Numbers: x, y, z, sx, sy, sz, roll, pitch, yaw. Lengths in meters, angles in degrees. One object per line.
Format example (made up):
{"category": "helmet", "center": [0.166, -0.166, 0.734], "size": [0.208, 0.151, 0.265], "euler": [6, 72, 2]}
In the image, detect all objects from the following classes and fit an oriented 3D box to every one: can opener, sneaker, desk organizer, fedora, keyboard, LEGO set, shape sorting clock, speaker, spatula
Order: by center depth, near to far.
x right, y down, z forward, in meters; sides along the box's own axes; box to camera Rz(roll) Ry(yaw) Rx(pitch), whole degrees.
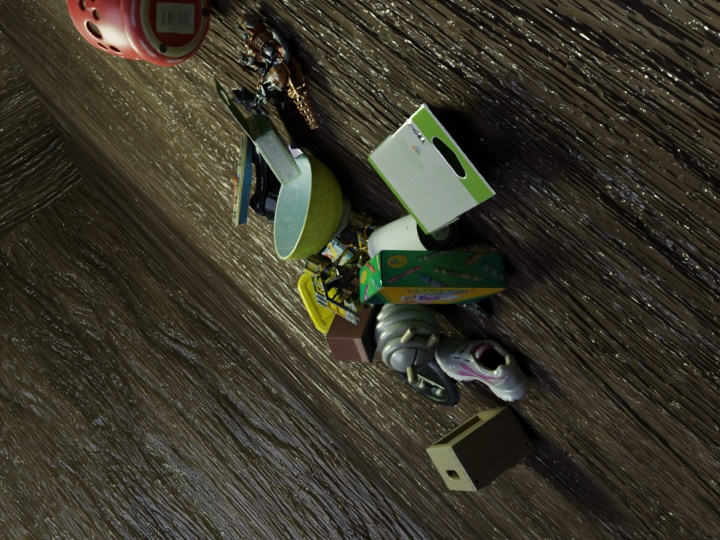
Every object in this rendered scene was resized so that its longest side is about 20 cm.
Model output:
{"category": "speaker", "center": [0.084, -0.052, 1.119], "size": [0.081, 0.081, 0.200], "euler": [52, 158, -9]}
{"category": "keyboard", "center": [0.138, 0.027, 1.195], "size": [0.200, 0.021, 0.127], "euler": [24, 162, 48]}
{"category": "sneaker", "center": [0.218, 0.159, 1.232], "size": [0.199, 0.081, 0.088], "euler": [17, 142, 41]}
{"category": "LEGO set", "center": [0.000, 0.000, 1.237], "size": [0.116, 0.200, 0.154], "euler": [27, 138, 29]}
{"category": "desk organizer", "center": [0.004, 0.084, 1.328], "size": [0.077, 0.201, 0.072], "euler": [-1, 132, 23]}
{"category": "fedora", "center": [0.145, 0.187, 1.391], "size": [0.200, 0.092, 0.201], "euler": [38, 155, 21]}
{"category": "spatula", "center": [-0.132, -0.187, 1.399], "size": [0.057, 0.021, 0.200], "euler": [44, 159, 16]}
{"category": "can opener", "center": [-0.198, -0.198, 1.420], "size": [0.078, 0.063, 0.201], "euler": [10, 123, 12]}
{"category": "shape sorting clock", "center": [-0.260, -0.196, 1.453], "size": [0.200, 0.039, 0.201], "euler": [-176, 90, -77]}

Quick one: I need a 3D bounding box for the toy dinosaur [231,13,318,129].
{"category": "toy dinosaur", "center": [-0.143, -0.319, 1.108], "size": [0.136, 0.102, 0.201], "euler": [-31, 78, 52]}

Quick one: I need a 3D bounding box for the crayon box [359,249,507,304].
{"category": "crayon box", "center": [0.109, 0.012, 1.036], "size": [0.119, 0.199, 0.059], "euler": [136, 133, -69]}

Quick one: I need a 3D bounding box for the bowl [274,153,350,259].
{"category": "bowl", "center": [-0.083, -0.112, 1.278], "size": [0.107, 0.201, 0.200], "euler": [10, 174, -25]}

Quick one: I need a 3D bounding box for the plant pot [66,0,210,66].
{"category": "plant pot", "center": [-0.376, -0.467, 1.172], "size": [0.182, 0.201, 0.201], "euler": [24, 149, 32]}

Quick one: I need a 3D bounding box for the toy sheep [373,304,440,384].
{"category": "toy sheep", "center": [0.088, 0.120, 1.254], "size": [0.137, 0.201, 0.138], "euler": [1, 138, 1]}

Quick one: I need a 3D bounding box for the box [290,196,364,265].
{"category": "box", "center": [-0.076, -0.079, 1.425], "size": [0.200, 0.038, 0.137], "euler": [43, 159, -1]}

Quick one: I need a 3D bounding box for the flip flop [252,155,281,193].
{"category": "flip flop", "center": [-0.200, -0.167, 1.514], "size": [0.081, 0.057, 0.201], "euler": [29, 148, 41]}

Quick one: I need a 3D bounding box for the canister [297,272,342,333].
{"category": "canister", "center": [-0.056, 0.071, 1.466], "size": [0.149, 0.086, 0.200], "euler": [63, -172, 12]}

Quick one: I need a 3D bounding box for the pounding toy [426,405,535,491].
{"category": "pounding toy", "center": [0.263, 0.388, 1.418], "size": [0.143, 0.184, 0.200], "euler": [59, 160, 8]}

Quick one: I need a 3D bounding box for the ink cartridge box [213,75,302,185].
{"category": "ink cartridge box", "center": [-0.187, -0.264, 1.220], "size": [0.200, 0.048, 0.146], "euler": [57, -177, -32]}

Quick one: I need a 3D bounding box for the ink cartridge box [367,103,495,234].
{"category": "ink cartridge box", "center": [0.111, -0.147, 0.911], "size": [0.148, 0.076, 0.200], "euler": [51, 158, -4]}
